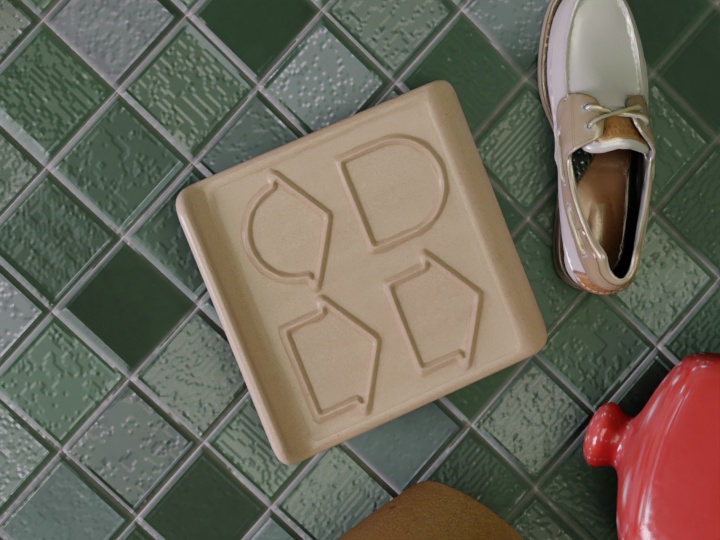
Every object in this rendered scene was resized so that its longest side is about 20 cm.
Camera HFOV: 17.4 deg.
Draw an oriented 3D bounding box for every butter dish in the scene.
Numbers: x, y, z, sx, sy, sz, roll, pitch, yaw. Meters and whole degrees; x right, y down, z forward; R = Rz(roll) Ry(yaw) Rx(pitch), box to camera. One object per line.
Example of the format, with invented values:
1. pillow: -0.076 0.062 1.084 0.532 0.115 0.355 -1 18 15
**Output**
1. butter dish: 0.213 0.125 1.486 0.147 0.199 0.201 19 88 9

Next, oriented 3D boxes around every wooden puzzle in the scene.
1. wooden puzzle: 0.000 0.000 1.480 0.199 0.046 0.186 -24 99 -16

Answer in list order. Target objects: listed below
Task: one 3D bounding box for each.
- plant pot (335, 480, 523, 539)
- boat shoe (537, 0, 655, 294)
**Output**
1. plant pot: 0.019 0.236 1.439 0.186 0.186 0.200 42 69 -12
2. boat shoe: 0.158 -0.085 1.499 0.074 0.068 0.201 -6 94 -14
